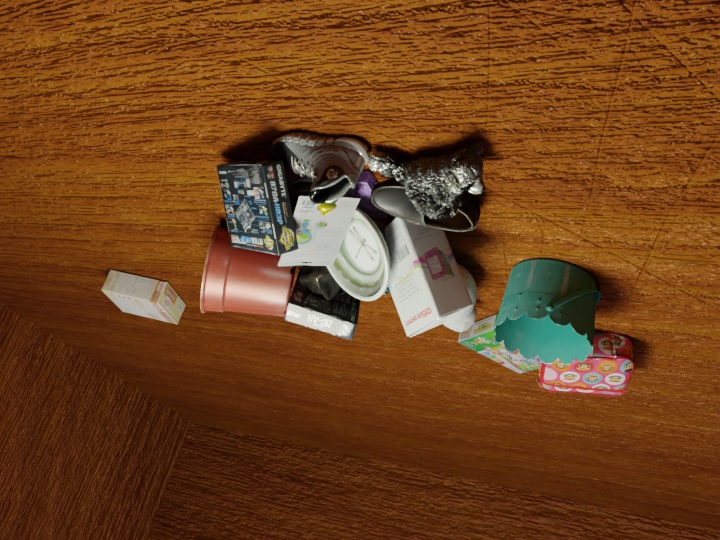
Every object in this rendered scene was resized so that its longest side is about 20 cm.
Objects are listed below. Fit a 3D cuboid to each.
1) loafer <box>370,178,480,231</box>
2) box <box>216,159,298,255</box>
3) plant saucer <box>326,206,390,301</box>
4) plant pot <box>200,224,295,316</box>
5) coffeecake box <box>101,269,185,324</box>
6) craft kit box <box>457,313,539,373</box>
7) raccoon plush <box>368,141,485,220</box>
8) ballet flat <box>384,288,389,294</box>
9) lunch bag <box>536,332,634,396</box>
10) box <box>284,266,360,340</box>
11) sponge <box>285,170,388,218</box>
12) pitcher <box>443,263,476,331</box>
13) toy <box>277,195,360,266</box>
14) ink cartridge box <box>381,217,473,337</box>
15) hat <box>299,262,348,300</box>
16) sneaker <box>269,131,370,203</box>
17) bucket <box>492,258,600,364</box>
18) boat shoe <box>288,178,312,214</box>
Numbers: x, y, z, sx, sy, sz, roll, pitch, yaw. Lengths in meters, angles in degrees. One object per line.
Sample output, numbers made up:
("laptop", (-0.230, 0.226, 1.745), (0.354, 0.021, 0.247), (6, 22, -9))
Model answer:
("loafer", (0.111, -0.112, 1.278), (0.195, 0.072, 0.074), (10, 112, 5))
("box", (-0.193, -0.119, 1.362), (0.045, 0.163, 0.198), (-17, -165, -32))
("plant saucer", (-0.003, -0.043, 1.411), (0.198, 0.050, 0.204), (31, 134, 37))
("plant pot", (-0.249, 0.015, 1.688), (0.191, 0.205, 0.202), (11, 156, -3))
("coffeecake box", (-0.649, 0.081, 2.223), (0.196, 0.074, 0.154), (11, 154, 15))
("craft kit box", (0.363, 0.172, 1.742), (0.197, 0.049, 0.197), (26, 151, -16))
("raccoon plush", (0.106, -0.165, 1.186), (0.196, 0.098, 0.135), (18, 148, 2))
("ballet flat", (0.041, 0.017, 1.535), (0.068, 0.071, 0.200), (10, -179, 17))
("lunch bag", (0.493, 0.213, 1.634), (0.195, 0.083, 0.178), (3, 140, 9))
("box", (-0.080, 0.070, 1.674), (0.157, 0.201, 0.044), (17, 114, -4))
("sponge", (-0.050, -0.145, 1.397), (0.196, 0.030, 0.112), (5, 152, 27))
("pitcher", (0.163, 0.046, 1.554), (0.169, 0.123, 0.200), (25, 169, 17))
("toy", (-0.083, -0.082, 1.367), (0.113, 0.048, 0.201), (-1, 147, -20))
("ink cartridge box", (0.112, 0.005, 1.384), (0.083, 0.204, 0.144), (-15, 168, -25))
("hat", (-0.085, 0.009, 1.593), (0.199, 0.081, 0.202), (33, 155, 17))
("sneaker", (-0.087, -0.170, 1.268), (0.196, 0.118, 0.075), (4, 152, 28))
("bucket", (0.366, 0.081, 1.441), (0.203, 0.137, 0.208), (16, 156, 7))
("boat shoe", (-0.132, -0.114, 1.401), (0.071, 0.061, 0.200), (37, 147, -22))
